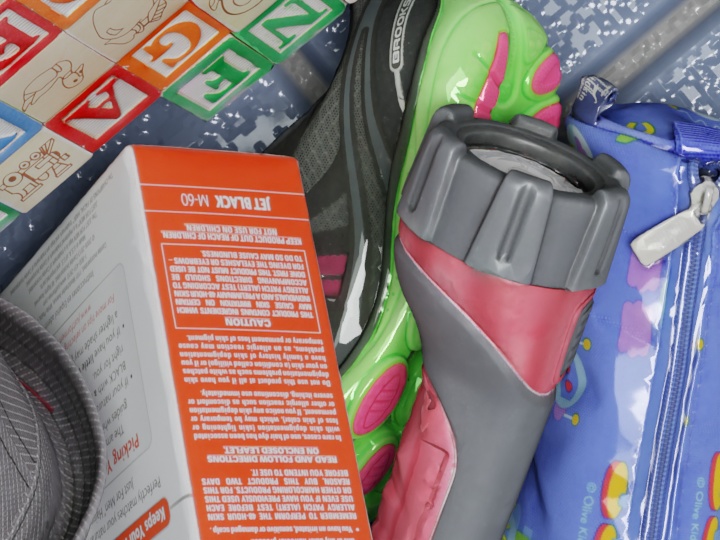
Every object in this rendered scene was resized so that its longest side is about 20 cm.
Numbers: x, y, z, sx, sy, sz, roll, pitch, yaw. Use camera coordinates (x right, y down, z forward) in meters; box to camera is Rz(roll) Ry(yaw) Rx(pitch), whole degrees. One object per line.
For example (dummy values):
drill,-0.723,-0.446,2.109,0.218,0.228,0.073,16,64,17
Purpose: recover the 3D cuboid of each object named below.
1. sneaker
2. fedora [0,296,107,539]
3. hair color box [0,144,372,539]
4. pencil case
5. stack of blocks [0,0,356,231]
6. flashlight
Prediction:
sneaker,0.000,0.000,0.842,0.084,0.077,0.201,32,105,40
fedora,-0.174,0.045,0.726,0.199,0.091,0.178,5,49,14
hair color box,-0.049,0.077,0.784,0.064,0.111,0.201,4,64,-30
pencil case,0.086,0.044,0.817,0.078,0.087,0.201,10,95,-1
stack of blocks,-0.073,-0.089,0.762,0.200,0.115,0.059,-39,63,11
flashlight,0.019,0.053,0.786,0.068,0.068,0.201,7,114,-33
